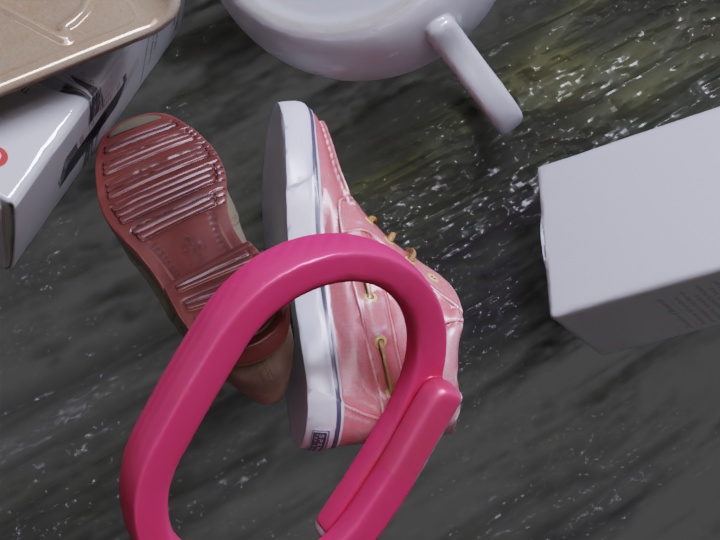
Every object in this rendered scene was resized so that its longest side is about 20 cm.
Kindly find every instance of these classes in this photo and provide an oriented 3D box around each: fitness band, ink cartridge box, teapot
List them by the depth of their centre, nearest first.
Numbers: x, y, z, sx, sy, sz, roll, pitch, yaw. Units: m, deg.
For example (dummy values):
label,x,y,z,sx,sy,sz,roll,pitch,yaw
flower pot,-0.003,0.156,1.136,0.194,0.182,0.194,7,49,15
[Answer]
label,x,y,z,sx,sy,sz,roll,pitch,yaw
fitness band,-0.034,0.076,0.773,0.143,0.037,0.200,25,100,-30
ink cartridge box,-0.205,-0.122,0.869,0.144,0.084,0.200,28,60,2
teapot,0.011,-0.192,0.928,0.197,0.146,0.200,8,82,19

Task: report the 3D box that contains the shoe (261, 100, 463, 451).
label,x,y,z,sx,sy,sz,roll,pitch,yaw
shoe,0.000,0.000,0.867,0.091,0.071,0.200,-2,69,-15

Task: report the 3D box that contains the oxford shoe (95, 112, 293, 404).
label,x,y,z,sx,sy,sz,roll,pitch,yaw
oxford shoe,-0.093,-0.007,0.851,0.070,0.075,0.200,-22,50,-9

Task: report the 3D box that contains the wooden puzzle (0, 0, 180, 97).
label,x,y,z,sx,sy,sz,roll,pitch,yaw
wooden puzzle,-0.221,-0.158,0.814,0.200,0.046,0.185,-28,71,-18

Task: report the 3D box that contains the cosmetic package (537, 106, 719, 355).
label,x,y,z,sx,sy,sz,roll,pitch,yaw
cosmetic package,0.203,-0.031,0.861,0.074,0.200,0.102,33,49,-47
